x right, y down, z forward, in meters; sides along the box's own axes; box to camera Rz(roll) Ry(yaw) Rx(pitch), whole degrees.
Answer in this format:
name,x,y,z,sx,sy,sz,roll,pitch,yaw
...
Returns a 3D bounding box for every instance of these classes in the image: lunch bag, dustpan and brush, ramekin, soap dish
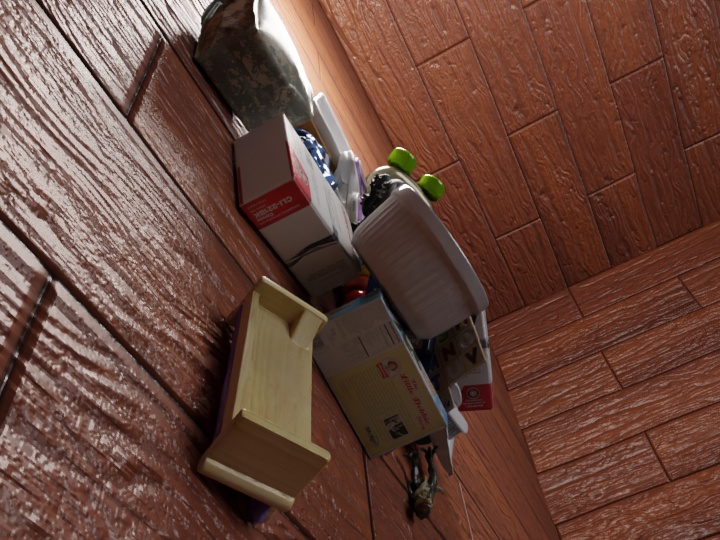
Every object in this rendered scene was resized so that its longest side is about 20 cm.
name,x,y,z,sx,sy,sz,roll,pitch,yaw
lunch bag,-0.153,-0.318,1.028,0.165,0.116,0.202,54,21,-40
dustpan and brush,0.135,0.218,1.115,0.201,0.056,0.141,56,34,-34
ramekin,0.072,-0.003,0.931,0.201,0.104,0.200,55,-1,2
soap dish,-0.070,-0.228,1.307,0.202,0.080,0.158,62,12,-16

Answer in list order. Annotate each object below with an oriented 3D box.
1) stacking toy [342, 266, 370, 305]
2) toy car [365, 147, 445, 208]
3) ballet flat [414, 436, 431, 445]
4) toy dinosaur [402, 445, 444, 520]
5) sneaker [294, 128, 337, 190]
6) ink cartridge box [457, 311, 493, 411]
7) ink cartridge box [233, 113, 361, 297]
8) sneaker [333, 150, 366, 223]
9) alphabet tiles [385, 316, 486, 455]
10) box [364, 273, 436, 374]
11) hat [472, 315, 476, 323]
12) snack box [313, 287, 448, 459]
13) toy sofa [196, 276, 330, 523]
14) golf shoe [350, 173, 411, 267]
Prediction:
name,x,y,z,sx,sy,sz,roll,pitch,yaw
stacking toy,0.000,0.000,1.147,0.086,0.084,0.202,55,31,-41
toy car,0.049,-0.134,1.418,0.157,0.165,0.200,39,-11,-17
ballet flat,0.069,0.195,1.151,0.202,0.067,0.072,62,-8,-16
toy dinosaur,0.098,0.317,1.059,0.200,0.047,0.090,22,59,-74
sneaker,-0.089,-0.168,1.139,0.083,0.073,0.201,55,8,-31
ink cartridge box,0.165,0.151,1.280,0.084,0.142,0.204,2,82,-77
ink cartridge box,-0.083,-0.084,0.948,0.201,0.083,0.146,54,15,-43
sneaker,-0.040,-0.130,1.167,0.202,0.098,0.075,-89,164,-44
alphabet tiles,0.091,0.146,1.002,0.008,0.199,0.169,33,28,-33
box,0.061,0.058,1.039,0.032,0.119,0.203,54,43,-54
hat,0.122,0.095,1.141,0.201,0.199,0.081,55,5,-41
snack box,0.020,0.135,0.894,0.202,0.115,0.037,62,12,-16
toy sofa,-0.086,0.107,0.603,0.082,0.098,0.201,33,25,-21
golf shoe,0.021,-0.045,1.055,0.093,0.201,0.078,19,32,-30
